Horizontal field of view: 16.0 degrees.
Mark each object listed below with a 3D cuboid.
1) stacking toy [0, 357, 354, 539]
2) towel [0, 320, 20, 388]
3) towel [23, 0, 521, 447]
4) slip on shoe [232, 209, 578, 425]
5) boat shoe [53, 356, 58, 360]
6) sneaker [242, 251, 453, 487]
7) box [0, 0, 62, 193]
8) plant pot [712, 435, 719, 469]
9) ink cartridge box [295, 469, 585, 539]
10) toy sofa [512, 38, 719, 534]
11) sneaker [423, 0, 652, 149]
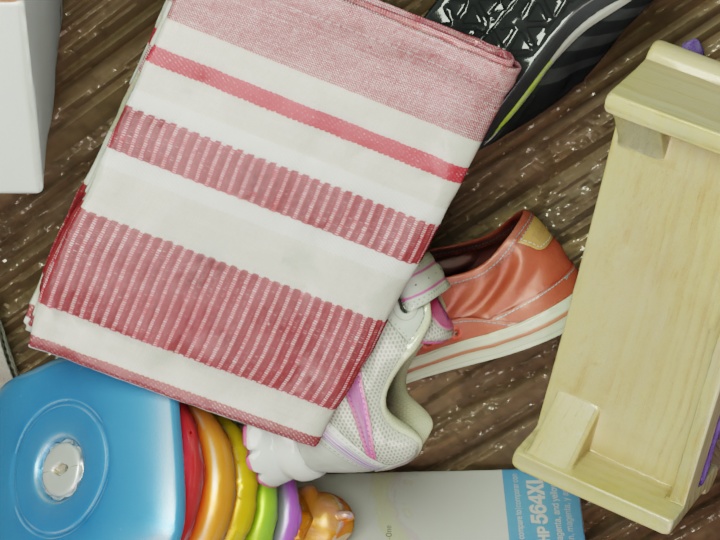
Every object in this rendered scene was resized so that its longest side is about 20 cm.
[{"bbox_3d":[-0.071,0.109,1.197,0.116,0.110,0.200,-19,156,34],"label":"stacking toy"},{"bbox_3d":[-0.261,0.073,1.266,0.199,0.035,0.133,-9,130,7],"label":"towel"},{"bbox_3d":[-0.040,-0.030,1.062,0.143,0.023,0.201,21,116,-14],"label":"towel"},{"bbox_3d":[0.007,0.022,1.211,0.199,0.074,0.061,-19,106,16],"label":"slip on shoe"},{"bbox_3d":[-0.112,0.025,1.200,0.068,0.075,0.201,4,132,-11],"label":"boat shoe"},{"bbox_3d":[0.000,0.000,1.141,0.088,0.081,0.201,4,105,13],"label":"sneaker"},{"bbox_3d":[-0.227,-0.105,1.053,0.199,0.125,0.098,0,131,-1],"label":"box"},{"bbox_3d":[0.218,0.041,1.208,0.200,0.093,0.202,0,130,0],"label":"plant pot"},{"bbox_3d":[0.014,0.188,1.308,0.199,0.126,0.129,0,131,-1],"label":"ink cartridge box"},{"bbox_3d":[0.140,0.004,1.134,0.082,0.098,0.201,22,119,18],"label":"toy sofa"},{"bbox_3d":[0.084,-0.122,1.094,0.200,0.083,0.072,-42,78,13],"label":"sneaker"}]
